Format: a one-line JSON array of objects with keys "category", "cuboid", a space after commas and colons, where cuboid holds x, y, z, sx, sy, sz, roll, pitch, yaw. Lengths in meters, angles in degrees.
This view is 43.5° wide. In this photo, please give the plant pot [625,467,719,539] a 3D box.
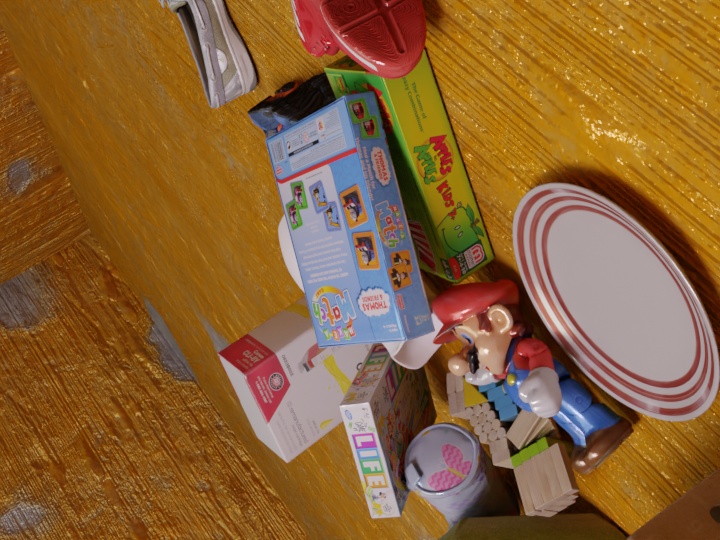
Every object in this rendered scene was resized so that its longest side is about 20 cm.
[{"category": "plant pot", "cuboid": [0.256, 0.246, 0.606, 0.200, 0.198, 0.179, 40, 143, 41]}]

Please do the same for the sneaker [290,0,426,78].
[{"category": "sneaker", "cuboid": [-0.004, -0.205, 0.741, 0.116, 0.078, 0.201, 75, 168, -60]}]

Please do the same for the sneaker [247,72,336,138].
[{"category": "sneaker", "cuboid": [-0.053, -0.153, 0.938, 0.079, 0.075, 0.200, 55, 171, -19]}]

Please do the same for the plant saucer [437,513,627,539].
[{"category": "plant saucer", "cuboid": [0.162, 0.292, 0.944, 0.200, 0.197, 0.048, 104, 164, -64]}]

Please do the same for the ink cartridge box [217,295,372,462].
[{"category": "ink cartridge box", "cuboid": [-0.058, 0.119, 1.149, 0.083, 0.199, 0.146, 23, 141, 53]}]

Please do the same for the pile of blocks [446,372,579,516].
[{"category": "pile of blocks", "cuboid": [0.163, 0.160, 0.903, 0.062, 0.083, 0.200, 18, -159, -38]}]

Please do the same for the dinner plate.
[{"category": "dinner plate", "cuboid": [0.186, 0.021, 0.664, 0.200, 0.024, 0.201, 49, 158, 27]}]

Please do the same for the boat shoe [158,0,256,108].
[{"category": "boat shoe", "cuboid": [-0.193, -0.293, 1.056, 0.203, 0.064, 0.074, 64, 160, -15]}]

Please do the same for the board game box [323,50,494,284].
[{"category": "board game box", "cuboid": [0.044, -0.094, 0.801, 0.101, 0.047, 0.201, 24, 142, 57]}]

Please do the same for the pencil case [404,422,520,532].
[{"category": "pencil case", "cuboid": [0.115, 0.244, 1.006, 0.200, 0.090, 0.084, 57, -165, -50]}]

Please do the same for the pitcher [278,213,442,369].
[{"category": "pitcher", "cuboid": [0.000, 0.000, 0.914, 0.200, 0.121, 0.172, 47, -176, 18]}]

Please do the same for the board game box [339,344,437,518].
[{"category": "board game box", "cuboid": [0.036, 0.156, 0.998, 0.200, 0.034, 0.136, -56, -47, -62]}]

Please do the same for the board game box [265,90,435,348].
[{"category": "board game box", "cuboid": [-0.014, -0.036, 0.787, 0.151, 0.036, 0.202, -11, 93, 58]}]

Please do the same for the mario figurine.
[{"category": "mario figurine", "cuboid": [0.130, 0.098, 0.783, 0.200, 0.106, 0.124, 46, 134, 17]}]
